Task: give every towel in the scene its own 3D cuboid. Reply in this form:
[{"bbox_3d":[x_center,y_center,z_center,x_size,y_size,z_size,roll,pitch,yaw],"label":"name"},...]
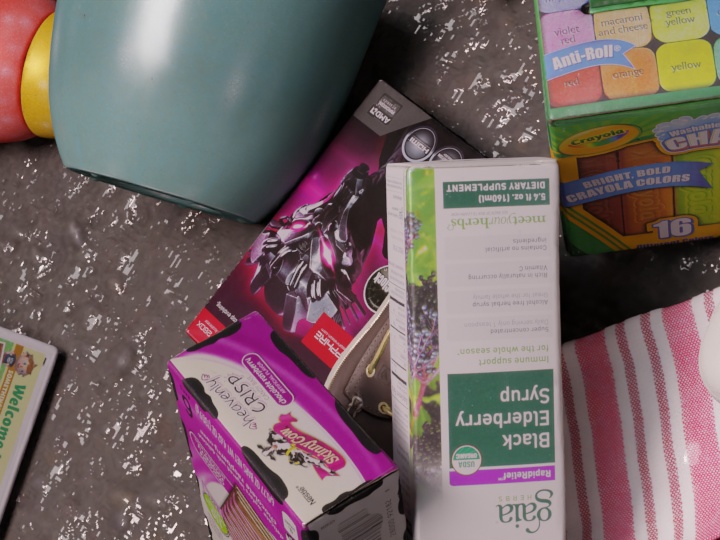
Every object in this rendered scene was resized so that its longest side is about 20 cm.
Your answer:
[{"bbox_3d":[0.149,0.092,1.139,0.200,0.030,0.147,-20,59,24],"label":"towel"}]

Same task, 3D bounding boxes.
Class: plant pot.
[{"bbox_3d":[-0.099,-0.120,1.295,0.200,0.200,0.161,14,88,36],"label":"plant pot"}]

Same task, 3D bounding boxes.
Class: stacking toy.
[{"bbox_3d":[-0.214,-0.132,1.431,0.200,0.146,0.146,17,78,18],"label":"stacking toy"}]

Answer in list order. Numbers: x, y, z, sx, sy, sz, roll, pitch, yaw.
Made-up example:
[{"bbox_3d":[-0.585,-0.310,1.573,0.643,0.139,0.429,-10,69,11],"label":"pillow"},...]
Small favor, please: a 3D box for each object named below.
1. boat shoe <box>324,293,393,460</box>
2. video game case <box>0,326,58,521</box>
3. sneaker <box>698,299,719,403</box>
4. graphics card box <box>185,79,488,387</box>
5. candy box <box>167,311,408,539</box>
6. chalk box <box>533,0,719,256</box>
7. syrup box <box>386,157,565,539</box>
[{"bbox_3d":[0.034,0.054,1.185,0.200,0.072,0.060,-61,18,6],"label":"boat shoe"},{"bbox_3d":[-0.307,0.112,1.341,0.022,0.182,0.200,-18,53,68],"label":"video game case"},{"bbox_3d":[0.227,-0.015,1.056,0.200,0.085,0.073,-52,54,17],"label":"sneaker"},{"bbox_3d":[0.000,0.000,1.262,0.200,0.051,0.125,-51,52,2],"label":"graphics card box"},{"bbox_3d":[-0.031,0.138,1.127,0.061,0.200,0.136,-29,49,-18],"label":"candy box"},{"bbox_3d":[0.154,-0.110,1.100,0.125,0.200,0.124,-7,64,8],"label":"chalk box"},{"bbox_3d":[0.059,0.043,1.095,0.079,0.081,0.201,-2,94,-8],"label":"syrup box"}]
